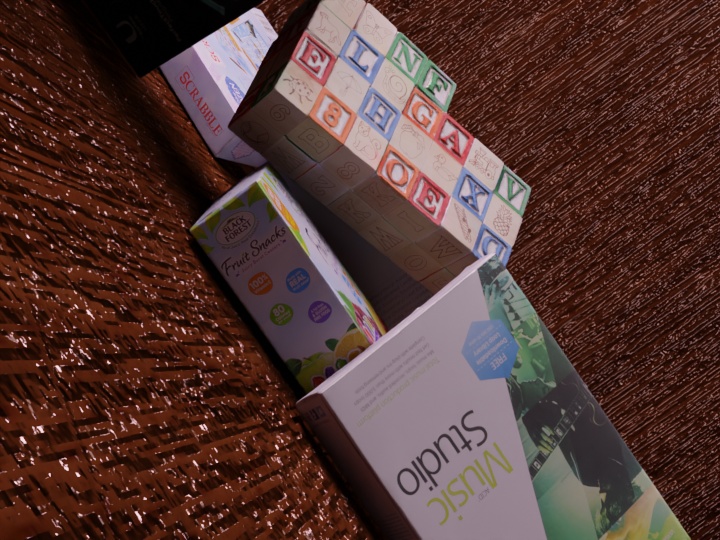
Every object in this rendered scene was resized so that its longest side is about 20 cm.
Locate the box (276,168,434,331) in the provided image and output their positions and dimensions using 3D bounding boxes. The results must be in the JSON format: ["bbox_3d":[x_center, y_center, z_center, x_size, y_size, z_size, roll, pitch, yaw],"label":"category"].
[{"bbox_3d":[0.000,0.000,1.018,0.201,0.106,0.152,56,3,-5],"label":"box"}]

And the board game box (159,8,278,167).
[{"bbox_3d":[-0.110,-0.176,1.236,0.201,0.041,0.199,57,22,21],"label":"board game box"}]

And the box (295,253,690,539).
[{"bbox_3d":[0.076,0.111,0.735,0.201,0.144,0.036,55,-31,-3],"label":"box"}]

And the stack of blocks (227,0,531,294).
[{"bbox_3d":[0.022,-0.085,0.914,0.200,0.058,0.116,39,51,-18],"label":"stack of blocks"}]

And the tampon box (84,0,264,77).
[{"bbox_3d":[-0.109,-0.249,0.921,0.199,0.126,0.151,-16,-66,53],"label":"tampon box"}]

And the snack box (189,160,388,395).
[{"bbox_3d":[-0.038,0.008,0.835,0.143,0.053,0.200,54,3,-8],"label":"snack box"}]
